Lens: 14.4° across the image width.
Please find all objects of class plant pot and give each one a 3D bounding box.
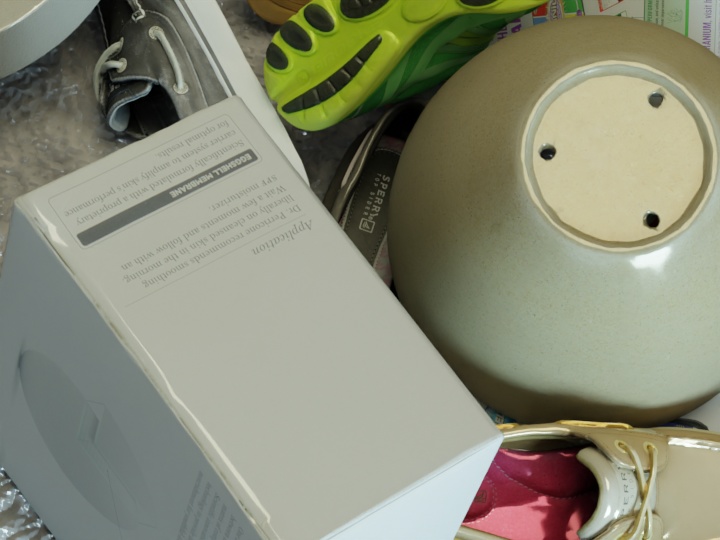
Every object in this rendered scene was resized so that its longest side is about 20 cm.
[{"bbox_3d":[0.112,-0.034,1.314,0.199,0.135,0.202,0,77,-1],"label":"plant pot"}]

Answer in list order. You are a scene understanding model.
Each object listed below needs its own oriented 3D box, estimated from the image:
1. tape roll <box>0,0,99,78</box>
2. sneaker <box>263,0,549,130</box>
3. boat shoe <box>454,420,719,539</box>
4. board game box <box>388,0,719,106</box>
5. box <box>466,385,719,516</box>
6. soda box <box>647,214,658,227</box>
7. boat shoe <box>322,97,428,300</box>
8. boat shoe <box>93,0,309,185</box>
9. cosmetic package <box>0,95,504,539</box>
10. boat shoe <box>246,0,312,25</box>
[{"bbox_3d":[-0.216,-0.177,1.430,0.201,0.037,0.204,-4,57,6],"label":"tape roll"},{"bbox_3d":[0.042,-0.138,1.390,0.074,0.199,0.084,63,21,5],"label":"sneaker"},{"bbox_3d":[0.106,0.106,1.305,0.199,0.069,0.074,-1,83,-4],"label":"boat shoe"},{"bbox_3d":[0.102,-0.158,1.442,0.199,0.040,0.154,3,99,10],"label":"board game box"},{"bbox_3d":[0.123,0.078,1.388,0.199,0.042,0.120,17,56,0],"label":"box"},{"bbox_3d":[0.194,0.001,1.415,0.199,0.064,0.069,20,96,4],"label":"soda box"},{"bbox_3d":[0.000,0.000,1.395,0.066,0.057,0.201,17,56,-3],"label":"boat shoe"},{"bbox_3d":[-0.101,-0.096,1.428,0.068,0.072,0.201,-22,73,-27],"label":"boat shoe"},{"bbox_3d":[-0.059,0.071,1.248,0.123,0.200,0.200,-27,68,-27],"label":"cosmetic package"},{"bbox_3d":[0.021,-0.189,1.521,0.199,0.071,0.069,-22,30,-14],"label":"boat shoe"}]
